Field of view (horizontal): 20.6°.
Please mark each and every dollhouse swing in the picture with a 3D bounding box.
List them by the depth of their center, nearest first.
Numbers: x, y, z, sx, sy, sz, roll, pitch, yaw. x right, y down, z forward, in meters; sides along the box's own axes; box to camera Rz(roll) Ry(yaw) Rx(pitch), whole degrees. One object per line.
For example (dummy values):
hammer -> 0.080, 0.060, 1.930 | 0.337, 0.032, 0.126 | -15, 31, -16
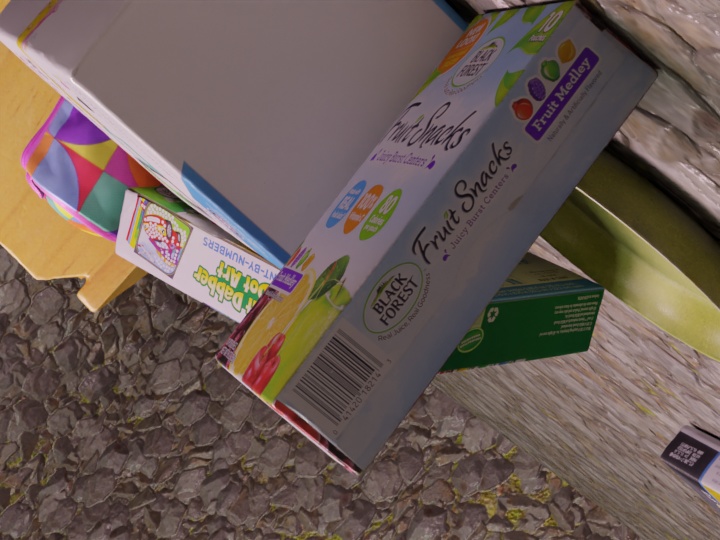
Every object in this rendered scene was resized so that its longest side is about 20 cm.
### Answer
dollhouse swing -> -0.163, -0.110, 1.267 | 0.200, 0.182, 0.176 | 44, -169, 2

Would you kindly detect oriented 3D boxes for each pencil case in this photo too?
pencil case -> -0.117, -0.115, 1.130 | 0.088, 0.201, 0.088 | 30, 178, 1

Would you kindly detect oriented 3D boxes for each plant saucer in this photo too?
plant saucer -> 0.132, -0.022, 1.028 | 0.199, 0.031, 0.200 | 39, 175, 4

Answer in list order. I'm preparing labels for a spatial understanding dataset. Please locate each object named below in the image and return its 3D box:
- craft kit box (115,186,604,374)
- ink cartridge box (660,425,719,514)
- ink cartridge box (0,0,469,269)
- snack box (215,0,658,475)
craft kit box -> 0.000, 0.000, 1.107 | 0.199, 0.049, 0.197 | -4, -154, -46
ink cartridge box -> 0.345, 0.212, 1.521 | 0.200, 0.047, 0.197 | 43, 173, -19
ink cartridge box -> -0.068, -0.117, 0.981 | 0.147, 0.146, 0.200 | 41, 176, -23
snack box -> 0.026, -0.019, 0.839 | 0.053, 0.201, 0.142 | 39, 176, -14
